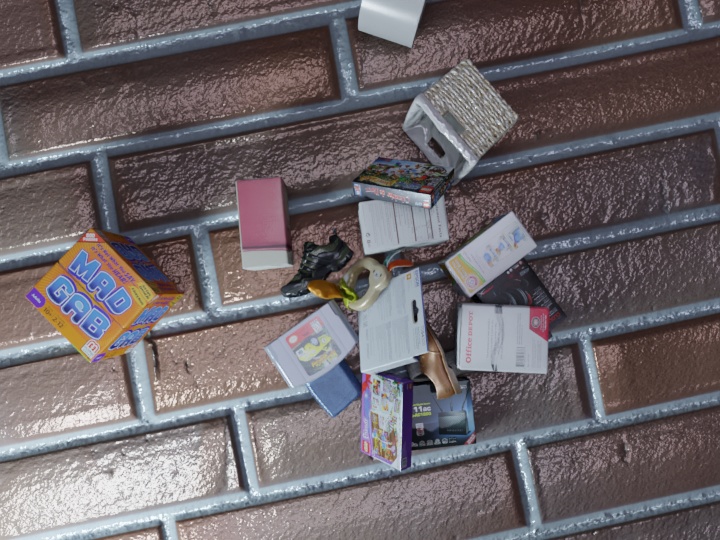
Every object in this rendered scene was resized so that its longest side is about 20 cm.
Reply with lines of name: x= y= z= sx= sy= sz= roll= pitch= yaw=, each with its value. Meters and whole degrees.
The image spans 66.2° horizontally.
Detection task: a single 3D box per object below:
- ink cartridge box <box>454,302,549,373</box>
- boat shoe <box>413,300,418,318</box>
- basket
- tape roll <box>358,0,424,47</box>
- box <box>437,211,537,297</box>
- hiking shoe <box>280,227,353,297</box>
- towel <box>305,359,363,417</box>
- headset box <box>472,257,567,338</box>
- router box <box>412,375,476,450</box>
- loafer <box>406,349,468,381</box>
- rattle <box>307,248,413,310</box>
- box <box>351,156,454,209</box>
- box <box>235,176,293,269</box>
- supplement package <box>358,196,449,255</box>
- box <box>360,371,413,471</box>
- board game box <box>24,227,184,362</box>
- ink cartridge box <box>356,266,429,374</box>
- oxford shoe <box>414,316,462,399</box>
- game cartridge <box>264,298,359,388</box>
ink cartridge box: x=0.314 y=0.150 z=1.244 sx=0.197 sy=0.083 sz=0.148 roll=3 pitch=89 yaw=1
boat shoe: x=0.093 y=0.120 z=1.310 sx=0.068 sy=0.084 sz=0.203 roll=17 pitch=86 yaw=-24
basket: x=0.225 y=-0.337 z=1.278 sx=0.161 sy=0.200 sz=0.199 roll=-42 pitch=90 yaw=-8
tape roll: x=0.086 y=-0.641 z=1.279 sx=0.137 sy=0.203 sz=0.206 roll=18 pitch=88 yaw=-1
box: x=0.295 y=-0.036 z=1.308 sx=0.199 sy=0.112 sz=0.102 roll=-37 pitch=91 yaw=-1
hiking shoe: x=-0.118 y=-0.015 z=1.328 sx=0.199 sy=0.076 sz=0.101 roll=-35 pitch=81 yaw=-11
towel: x=-0.088 y=0.242 z=1.326 sx=0.111 sy=0.049 sz=0.201 roll=-37 pitch=88 yaw=-6
headset box: x=0.382 y=0.091 z=1.324 sx=0.148 sy=0.075 sz=0.201 roll=-36 pitch=89 yaw=-1
router box: x=0.171 y=0.342 z=1.320 sx=0.197 sy=0.062 sz=0.152 roll=-6 pitch=87 yaw=-1
loafer: x=0.209 y=0.232 z=1.314 sx=0.197 sy=0.070 sz=0.071 roll=-8 pitch=132 yaw=4
rattle: x=0.000 y=0.000 z=1.249 sx=0.142 sy=0.199 sz=0.131 roll=36 pitch=46 yaw=-25
box: x=0.099 y=-0.204 z=1.266 sx=0.198 sy=0.137 sz=0.038 roll=14 pitch=130 yaw=27
box: x=-0.222 y=-0.106 z=1.294 sx=0.107 sy=0.128 sz=0.203 roll=-5 pitch=89 yaw=-2
supplement package: x=0.099 y=-0.109 z=1.305 sx=0.197 sy=0.117 sz=0.119 roll=-8 pitch=86 yaw=-2
box: x=0.060 y=0.339 z=1.276 sx=0.039 sy=0.136 sz=0.203 roll=-4 pitch=98 yaw=-42
board game box: x=-0.564 y=0.055 z=1.247 sx=0.200 sy=0.200 sz=0.200 roll=44 pitch=87 yaw=1
ink cartridge box: x=0.077 y=0.116 z=1.248 sx=0.198 sy=0.043 sz=0.199 roll=-22 pitch=59 yaw=37
oxford shoe: x=0.159 y=0.195 z=1.256 sx=0.070 sy=0.071 sz=0.202 roll=-24 pitch=76 yaw=6
game cartridge: x=-0.108 y=0.177 z=1.289 sx=0.199 sy=0.041 sz=0.134 roll=-35 pitch=92 yaw=-7
